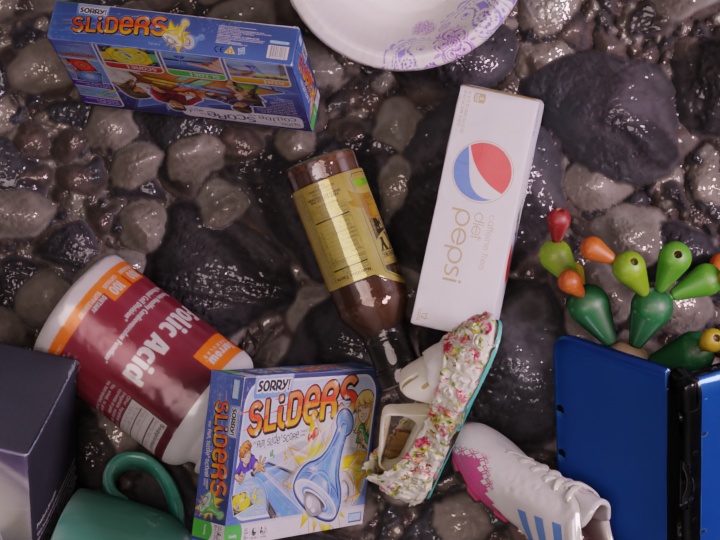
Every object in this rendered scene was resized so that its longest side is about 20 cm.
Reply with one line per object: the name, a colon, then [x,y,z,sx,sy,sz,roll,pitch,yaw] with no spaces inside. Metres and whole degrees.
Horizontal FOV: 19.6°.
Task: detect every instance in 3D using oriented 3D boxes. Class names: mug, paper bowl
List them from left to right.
mug: [-0.194,0.253,1.726,0.114,0.152,0.185,15,95,5]
paper bowl: [0.035,-0.265,1.674,0.200,0.104,0.201,0,103,2]

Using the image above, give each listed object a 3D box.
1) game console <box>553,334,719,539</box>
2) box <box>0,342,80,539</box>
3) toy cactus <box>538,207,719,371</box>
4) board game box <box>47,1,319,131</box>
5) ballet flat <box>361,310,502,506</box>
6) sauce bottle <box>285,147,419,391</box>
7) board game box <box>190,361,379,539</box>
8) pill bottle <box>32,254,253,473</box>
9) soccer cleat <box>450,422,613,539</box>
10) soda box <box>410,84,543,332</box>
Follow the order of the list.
game console: [0.258,0.134,1.669,0.170,0.118,0.200,-17,125,-17]
box: [-0.342,0.160,1.716,0.200,0.123,0.199,11,130,9]
toy cactus: [0.225,0.043,1.689,0.200,0.102,0.165,21,115,5]
board game box: [-0.141,-0.164,1.697,0.200,0.135,0.035,8,72,8]
ballet flat: [0.053,0.112,1.682,0.064,0.076,0.200,15,124,-10]
sauce bottle: [0.000,0.000,1.724,0.065,0.065,0.200,-21,90,10]
board game box: [-0.057,0.144,1.676,0.034,0.200,0.136,10,95,32]
pill bottle: [-0.162,0.088,1.731,0.200,0.114,0.114,36,98,6]
soccer cleat: [0.155,0.186,1.685,0.200,0.070,0.086,51,126,20]
soda box: [0.096,-0.048,1.707,0.068,0.064,0.200,12,94,8]
